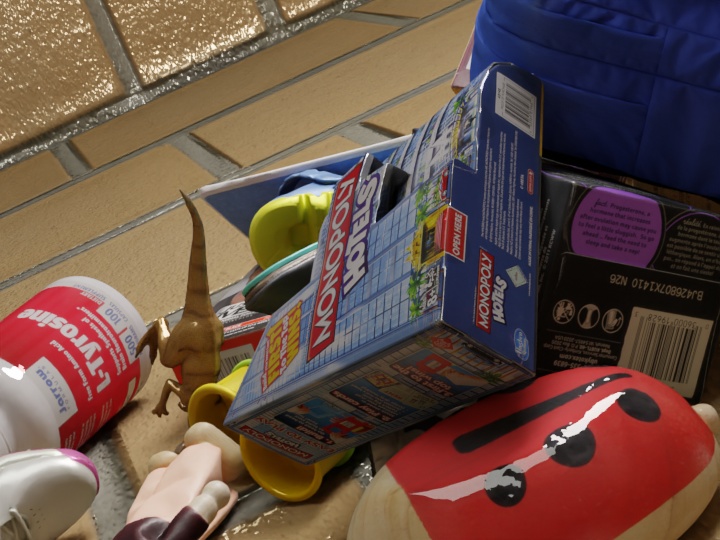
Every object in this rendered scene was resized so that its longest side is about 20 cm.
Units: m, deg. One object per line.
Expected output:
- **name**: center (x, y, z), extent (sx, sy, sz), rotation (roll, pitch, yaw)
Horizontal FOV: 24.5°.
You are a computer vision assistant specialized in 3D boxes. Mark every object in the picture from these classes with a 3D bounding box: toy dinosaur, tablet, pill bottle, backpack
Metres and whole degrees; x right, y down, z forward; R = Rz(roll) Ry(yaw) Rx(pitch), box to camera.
- **toy dinosaur**: center (-0.109, 0.038, 1.110), extent (0.060, 0.202, 0.106), rotation (-4, 11, -23)
- **tablet**: center (-0.012, -0.058, 1.295), extent (0.199, 0.014, 0.130), rotation (-13, -27, 21)
- **pill bottle**: center (-0.250, 0.094, 1.242), extent (0.112, 0.113, 0.200), rotation (-13, 19, 32)
- **backpack**: center (0.166, -0.146, 0.938), extent (0.198, 0.169, 0.163), rotation (12, 31, 14)

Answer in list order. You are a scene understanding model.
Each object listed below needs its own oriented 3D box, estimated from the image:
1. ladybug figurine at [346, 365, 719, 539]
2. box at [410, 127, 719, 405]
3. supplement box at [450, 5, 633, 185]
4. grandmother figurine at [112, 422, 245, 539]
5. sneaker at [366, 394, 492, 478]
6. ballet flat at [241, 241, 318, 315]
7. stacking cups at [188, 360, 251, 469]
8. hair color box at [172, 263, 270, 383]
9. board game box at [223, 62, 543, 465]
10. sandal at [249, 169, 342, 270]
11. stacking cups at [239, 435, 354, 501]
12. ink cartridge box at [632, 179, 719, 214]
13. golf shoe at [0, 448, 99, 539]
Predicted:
- **ladybug figurine**: center (0.079, 0.103, 0.790), extent (0.199, 0.072, 0.136), rotation (-25, 23, -10)
- **box**: center (0.107, -0.007, 0.949), extent (0.121, 0.107, 0.200), rotation (11, 9, -25)
- **supplement box**: center (0.149, -0.117, 1.140), extent (0.085, 0.200, 0.111), rotation (12, 71, 31)
- **grandmother figurine**: center (-0.119, 0.160, 0.948), extent (0.121, 0.060, 0.200), rotation (-47, 7, 27)
- **sneaker**: center (0.043, 0.078, 0.947), extent (0.079, 0.074, 0.200), rotation (-16, 30, 3)
- **ballet flat**: center (0.000, 0.000, 1.098), extent (0.073, 0.074, 0.200), rotation (-12, 13, 34)
- **stacking cups**: center (-0.032, 0.062, 1.120), extent (0.060, 0.061, 0.200), rotation (-10, 17, 39)
- **hair color box**: center (-0.054, 0.034, 1.256), extent (0.101, 0.062, 0.200), rotation (-16, 16, 28)
- **board game box**: center (0.010, 0.009, 0.879), extent (0.200, 0.061, 0.201), rotation (-40, 32, 40)
- **sandal**: center (0.014, -0.045, 1.230), extent (0.198, 0.080, 0.087), rotation (0, 22, -9)
- **stacking cups**: center (0.001, 0.075, 1.062), extent (0.060, 0.061, 0.200), rotation (-12, 15, 36)
- **ink cartridge box**: center (0.252, -0.132, 1.049), extent (0.163, 0.202, 0.075), rotation (0, 20, 20)
- **golf shoe**: center (-0.253, 0.184, 1.052), extent (0.199, 0.076, 0.092), rotation (-28, 31, -7)
